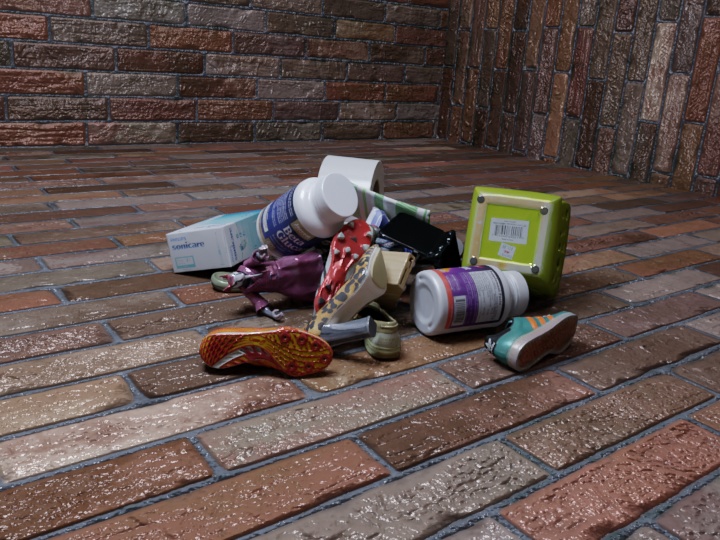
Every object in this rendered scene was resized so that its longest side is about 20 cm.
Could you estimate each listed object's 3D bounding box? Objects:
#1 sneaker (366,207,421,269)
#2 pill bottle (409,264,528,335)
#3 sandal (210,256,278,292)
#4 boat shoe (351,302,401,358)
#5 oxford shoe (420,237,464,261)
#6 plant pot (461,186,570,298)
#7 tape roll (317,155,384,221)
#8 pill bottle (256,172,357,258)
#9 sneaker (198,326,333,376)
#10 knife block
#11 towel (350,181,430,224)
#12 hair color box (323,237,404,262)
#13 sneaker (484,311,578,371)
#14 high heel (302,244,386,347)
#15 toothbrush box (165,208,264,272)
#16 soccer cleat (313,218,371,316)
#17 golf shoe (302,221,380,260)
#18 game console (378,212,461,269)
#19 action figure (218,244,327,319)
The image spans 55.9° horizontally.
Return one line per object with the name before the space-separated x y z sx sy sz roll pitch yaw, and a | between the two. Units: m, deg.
sneaker | 0.079 -0.062 1.483 0.114 0.082 0.200 23 -13 22
pill bottle | 0.195 0.049 1.198 0.197 0.114 0.111 -4 19 -26
sandal | -0.194 0.004 1.337 0.198 0.058 0.080 -4 19 -24
boat shoe | 0.018 0.080 1.140 0.072 0.064 0.201 -1 19 -15
oxford shoe | 0.151 -0.049 1.600 0.197 0.073 0.071 11 -9 21
plant pot | 0.303 -0.062 1.342 0.197 0.203 0.181 9 -2 19
tape roll | -0.026 -0.183 1.717 0.137 0.207 0.203 7 18 11
pill bottle | -0.096 -0.102 1.241 0.110 0.113 0.199 -14 -8 -43
sneaker | -0.137 0.110 1.006 0.196 0.074 0.077 7 8 0
knife block | 0.000 0.000 1.242 0.173 0.065 0.200 22 -18 2
towel | 0.062 -0.127 1.498 0.197 0.024 0.153 23 -19 14
hair color box | -0.007 -0.022 1.390 0.198 0.102 0.060 18 21 36
sneaker | 0.284 0.102 1.120 0.198 0.073 0.079 -14 29 -41
high heel | -0.032 0.039 1.109 0.140 0.072 0.202 -14 42 25
toothbrush box | -0.290 -0.066 1.436 0.144 0.087 0.200 -6 12 21
soccer cleat | -0.036 0.001 1.192 0.068 0.203 0.085 23 -24 -9
golf shoe | -0.058 -0.068 1.329 0.197 0.079 0.088 -6 -15 34
game console | 0.126 -0.020 1.343 0.114 0.179 0.200 -8 14 19
action figure | -0.161 0.004 1.221 0.197 0.136 0.149 -2 17 -27
